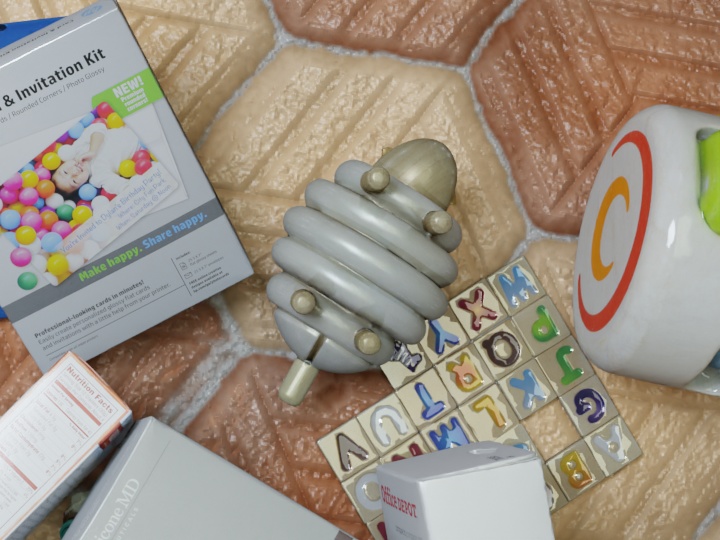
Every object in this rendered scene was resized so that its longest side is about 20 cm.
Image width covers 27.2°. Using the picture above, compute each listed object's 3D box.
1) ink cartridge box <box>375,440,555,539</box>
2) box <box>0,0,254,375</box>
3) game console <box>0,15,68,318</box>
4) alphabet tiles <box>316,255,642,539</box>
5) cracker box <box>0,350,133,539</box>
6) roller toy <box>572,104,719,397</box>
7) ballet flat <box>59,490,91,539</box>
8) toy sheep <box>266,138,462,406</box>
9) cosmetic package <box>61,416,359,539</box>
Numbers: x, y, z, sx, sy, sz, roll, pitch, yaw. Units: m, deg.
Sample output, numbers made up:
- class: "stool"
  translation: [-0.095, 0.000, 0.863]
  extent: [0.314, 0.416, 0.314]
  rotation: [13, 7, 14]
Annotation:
- class: "ink cartridge box"
  translation: [0.076, 0.218, 0.954]
  extent: [0.084, 0.145, 0.201]
  rotation: [-9, 88, -11]
- class: "box"
  translation: [-0.178, -0.050, 0.943]
  extent: [0.155, 0.041, 0.201]
  rotation: [-27, 116, -4]
- class: "game console"
  translation: [-0.256, -0.066, 1.002]
  extent: [0.199, 0.118, 0.171]
  rotation: [-8, 115, -11]
- class: "alphabet tiles"
  translation: [0.077, 0.110, 1.046]
  extent: [0.200, 0.008, 0.168]
  rotation: [-31, 89, -13]
- class: "cracker box"
  translation: [-0.229, 0.144, 0.919]
  extent: [0.058, 0.134, 0.200]
  rotation: [45, 77, 2]
- class: "roller toy"
  translation: [0.233, -0.011, 1.003]
  extent: [0.139, 0.200, 0.183]
  rotation: [12, 103, -8]
- class: "ballet flat"
  translation: [-0.116, 0.218, 0.968]
  extent: [0.200, 0.076, 0.064]
  rotation: [56, 43, -5]
- class: "toy sheep"
  translation: [0.000, 0.000, 0.984]
  extent: [0.138, 0.138, 0.200]
  rotation: [36, 87, -4]
- class: "cosmetic package"
  translation: [-0.076, 0.182, 0.900]
  extent: [0.200, 0.090, 0.107]
  rotation: [31, 75, -12]
